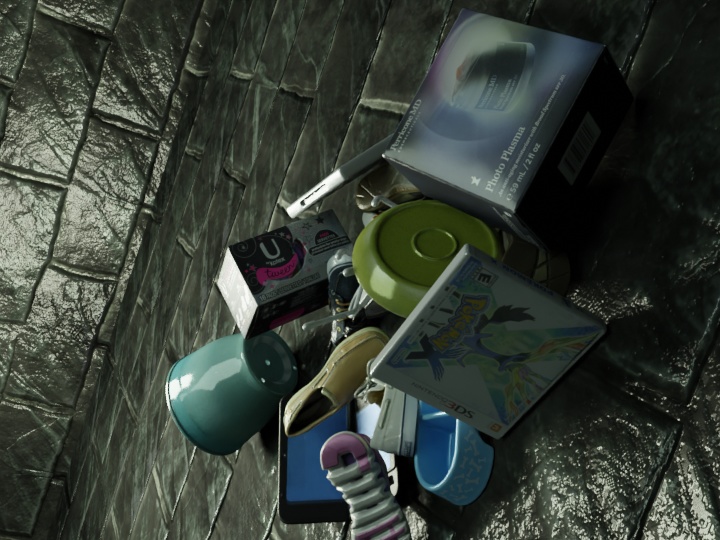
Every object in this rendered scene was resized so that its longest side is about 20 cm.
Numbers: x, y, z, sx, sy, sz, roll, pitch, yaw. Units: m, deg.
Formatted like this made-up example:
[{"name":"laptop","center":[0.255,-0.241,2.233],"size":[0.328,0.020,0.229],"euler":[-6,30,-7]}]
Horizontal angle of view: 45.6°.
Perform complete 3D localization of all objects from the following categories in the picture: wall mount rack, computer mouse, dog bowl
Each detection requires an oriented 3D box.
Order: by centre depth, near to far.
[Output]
[{"name":"dog bowl","center":[0.114,0.183,1.059],"size":[0.111,0.049,0.204],"euler":[-26,53,56]},{"name":"wall mount rack","center":[0.000,0.000,1.130],"size":[0.201,0.074,0.175],"euler":[-54,13,40]},{"name":"computer mouse","center":[0.057,0.023,1.206],"size":[0.139,0.053,0.200],"euler":[-50,-1,-36]}]

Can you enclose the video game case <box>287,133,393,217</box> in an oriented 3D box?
[{"name":"video game case","center":[-0.006,-0.163,1.362],"size":[0.199,0.022,0.182],"euler":[-37,5,-34]}]

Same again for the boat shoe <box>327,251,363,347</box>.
[{"name":"boat shoe","center":[-0.014,0.051,1.316],"size":[0.201,0.069,0.093],"euler":[93,173,-64]}]

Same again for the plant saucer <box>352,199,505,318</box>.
[{"name":"plant saucer","center":[0.088,-0.023,1.028],"size":[0.031,0.195,0.202],"euler":[92,170,-45]}]

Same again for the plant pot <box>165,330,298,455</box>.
[{"name":"plant pot","center":[-0.219,0.204,1.560],"size":[0.187,0.199,0.203],"euler":[-35,43,29]}]

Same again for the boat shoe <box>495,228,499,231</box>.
[{"name":"boat shoe","center":[0.169,-0.102,1.103],"size":[0.202,0.060,0.073],"euler":[-49,36,40]}]

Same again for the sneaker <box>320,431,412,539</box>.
[{"name":"sneaker","center":[0.017,0.297,1.113],"size":[0.088,0.079,0.204],"euler":[-18,-94,-79]}]

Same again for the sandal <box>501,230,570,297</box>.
[{"name":"sandal","center":[0.193,-0.013,0.995],"size":[0.202,0.080,0.055],"euler":[-91,1,-49]}]

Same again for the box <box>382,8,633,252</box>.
[{"name":"box","center":[0.163,-0.162,0.967],"size":[0.197,0.123,0.202],"euler":[28,87,38]}]

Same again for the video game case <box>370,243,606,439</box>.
[{"name":"video game case","center":[0.134,0.085,0.931],"size":[0.201,0.180,0.022],"euler":[-54,16,33]}]

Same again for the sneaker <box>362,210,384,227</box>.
[{"name":"sneaker","center":[0.044,-0.036,1.292],"size":[0.200,0.074,0.094],"euler":[-126,39,-80]}]

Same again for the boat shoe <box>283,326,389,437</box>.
[{"name":"boat shoe","center":[-0.032,0.165,1.203],"size":[0.200,0.071,0.076],"euler":[-48,5,14]}]

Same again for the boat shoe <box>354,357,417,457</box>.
[{"name":"boat shoe","center":[0.035,0.159,1.141],"size":[0.204,0.084,0.076],"euler":[-82,-4,-47]}]

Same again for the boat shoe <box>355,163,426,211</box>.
[{"name":"boat shoe","center":[0.080,-0.139,1.291],"size":[0.199,0.065,0.073],"euler":[-22,71,38]}]

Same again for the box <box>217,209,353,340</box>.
[{"name":"box","center":[-0.116,0.003,1.388],"size":[0.116,0.197,0.133],"euler":[58,151,17]}]

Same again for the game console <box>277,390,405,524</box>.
[{"name":"game console","center":[-0.030,0.247,1.229],"size":[0.176,0.115,0.203],"euler":[-44,39,45]}]
